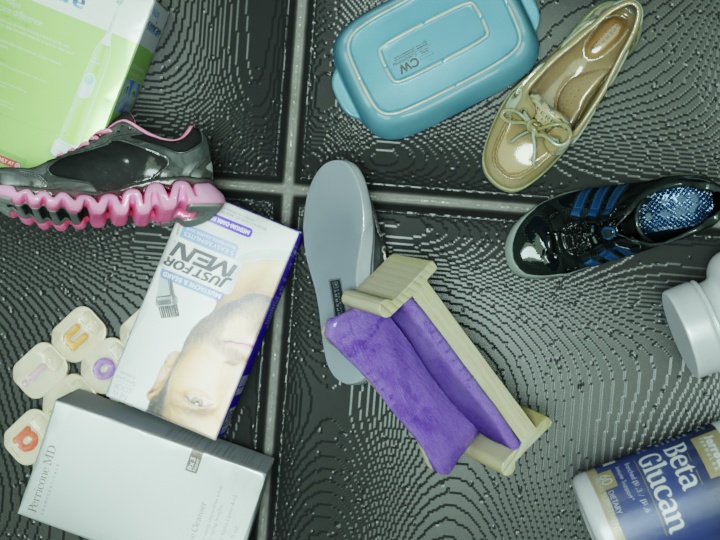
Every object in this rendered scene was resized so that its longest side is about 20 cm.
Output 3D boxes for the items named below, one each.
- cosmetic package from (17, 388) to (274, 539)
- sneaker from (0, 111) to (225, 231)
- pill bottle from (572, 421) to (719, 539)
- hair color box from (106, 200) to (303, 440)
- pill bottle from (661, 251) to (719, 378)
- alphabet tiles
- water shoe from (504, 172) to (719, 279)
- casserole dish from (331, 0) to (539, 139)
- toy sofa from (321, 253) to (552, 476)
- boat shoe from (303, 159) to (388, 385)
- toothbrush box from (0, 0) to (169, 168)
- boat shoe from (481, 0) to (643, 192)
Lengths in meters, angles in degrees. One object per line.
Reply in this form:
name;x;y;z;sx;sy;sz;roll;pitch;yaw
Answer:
cosmetic package;-0.188;0.192;1.156;0.199;0.081;0.113;17;93;0
sneaker;-0.216;-0.087;1.099;0.199;0.079;0.096;-1;78;-18
pill bottle;0.295;0.197;1.127;0.199;0.111;0.112;-22;91;3
hair color box;-0.138;0.039;1.164;0.109;0.065;0.201;21;89;1
pill bottle;0.370;0.020;1.124;0.199;0.111;0.112;-22;91;4
alphabet tiles;-0.224;0.134;1.204;0.196;0.015;0.200;-43;90;1
water shoe;0.223;-0.045;1.143;0.199;0.079;0.072;-19;91;3
casserole dish;0.066;-0.200;1.160;0.199;0.039;0.122;-26;85;5
toy sofa;0.065;0.090;1.115;0.098;0.083;0.200;-43;111;-15
boat shoe;0.000;0.000;1.165;0.070;0.066;0.201;-6;94;35
toothbrush box;-0.277;-0.171;1.157;0.145;0.086;0.201;21;94;-1
boat shoe;0.177;-0.158;1.149;0.073;0.063;0.200;34;93;1
